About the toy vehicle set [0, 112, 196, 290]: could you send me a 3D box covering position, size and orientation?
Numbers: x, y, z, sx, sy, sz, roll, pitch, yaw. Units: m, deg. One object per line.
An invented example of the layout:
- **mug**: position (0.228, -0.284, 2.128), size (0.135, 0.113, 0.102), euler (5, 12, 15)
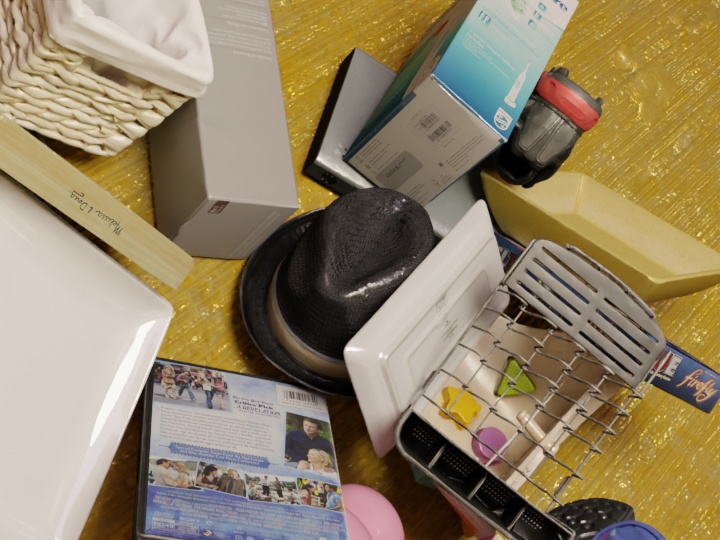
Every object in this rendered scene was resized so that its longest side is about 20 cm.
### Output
- **toy vehicle set**: position (-0.208, -0.064, 0.778), size (0.027, 0.124, 0.200), euler (-53, 141, -4)

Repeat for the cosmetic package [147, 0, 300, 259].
- **cosmetic package**: position (-0.117, -0.121, 0.923), size (0.089, 0.107, 0.203), euler (1, 69, -32)

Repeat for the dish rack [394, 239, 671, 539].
- **dish rack**: position (0.131, 0.085, 0.839), size (0.153, 0.055, 0.201), euler (38, 86, -7)

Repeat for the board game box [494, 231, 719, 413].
- **board game box**: position (0.205, 0.042, 0.993), size (0.135, 0.200, 0.035), euler (26, 99, -38)

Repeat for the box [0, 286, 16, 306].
- **box**: position (-0.344, -0.031, 0.748), size (0.163, 0.086, 0.202), euler (-20, 79, -38)

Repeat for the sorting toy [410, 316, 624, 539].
- **sorting toy**: position (0.086, 0.102, 0.958), size (0.180, 0.107, 0.200), euler (47, 56, 7)

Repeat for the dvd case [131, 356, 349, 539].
- **dvd case**: position (-0.084, 0.131, 0.797), size (0.141, 0.018, 0.201), euler (12, 27, -14)

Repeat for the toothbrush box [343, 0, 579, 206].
- **toothbrush box**: position (0.090, -0.167, 1.007), size (0.085, 0.146, 0.201), euler (39, 53, -10)

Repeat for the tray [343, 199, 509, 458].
- **tray**: position (0.062, 0.043, 0.890), size (0.200, 0.022, 0.108), euler (-46, 131, -36)

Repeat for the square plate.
- **square plate**: position (-0.219, 0.069, 0.743), size (0.198, 0.028, 0.202), euler (47, 58, -51)

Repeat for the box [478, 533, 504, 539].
- **box**: position (0.093, 0.303, 0.810), size (0.200, 0.176, 0.097), euler (46, 53, -5)

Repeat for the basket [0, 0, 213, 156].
- **basket**: position (-0.209, -0.202, 0.856), size (0.135, 0.123, 0.202), euler (19, 45, -48)

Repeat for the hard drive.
- **hard drive**: position (0.054, -0.099, 1.066), size (0.199, 0.033, 0.141), euler (30, 55, -18)

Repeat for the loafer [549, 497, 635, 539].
- **loafer**: position (0.163, 0.251, 0.957), size (0.199, 0.068, 0.071), euler (-24, 112, -43)

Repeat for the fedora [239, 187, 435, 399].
- **fedora**: position (0.000, 0.000, 0.915), size (0.198, 0.092, 0.202), euler (9, 48, -10)

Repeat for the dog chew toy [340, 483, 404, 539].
- **dog chew toy**: position (-0.042, 0.217, 0.807), size (0.199, 0.124, 0.125), euler (-26, 83, -45)

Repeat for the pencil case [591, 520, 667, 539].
- **pencil case**: position (0.252, 0.281, 0.948), size (0.200, 0.086, 0.078), euler (46, 17, -38)

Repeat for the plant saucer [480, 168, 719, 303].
- **plant saucer**: position (0.225, -0.027, 1.065), size (0.199, 0.049, 0.199), euler (37, 25, 31)

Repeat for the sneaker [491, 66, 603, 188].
- **sneaker**: position (0.148, -0.124, 1.041), size (0.071, 0.200, 0.098), euler (37, 90, -8)

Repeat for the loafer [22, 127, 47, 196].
- **loafer**: position (-0.300, -0.136, 0.840), size (0.200, 0.063, 0.072), euler (46, 53, -6)
